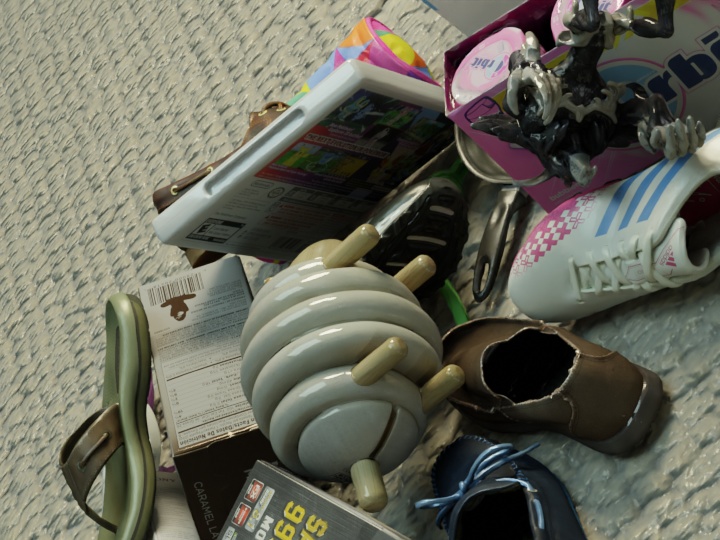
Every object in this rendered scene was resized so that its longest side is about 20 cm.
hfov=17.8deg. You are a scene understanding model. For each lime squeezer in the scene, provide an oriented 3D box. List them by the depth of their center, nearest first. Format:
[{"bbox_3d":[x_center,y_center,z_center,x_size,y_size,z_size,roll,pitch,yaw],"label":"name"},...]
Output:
[{"bbox_3d":[0.062,-0.040,1.566,0.071,0.038,0.200,-22,42,44],"label":"lime squeezer"}]

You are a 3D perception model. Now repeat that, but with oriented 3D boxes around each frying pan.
[{"bbox_3d":[0.117,-0.077,1.527,0.115,0.031,0.190,-26,55,30],"label":"frying pan"}]

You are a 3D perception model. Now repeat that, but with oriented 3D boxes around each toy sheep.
[{"bbox_3d":[-0.009,0.060,1.398,0.138,0.138,0.200,-39,39,27],"label":"toy sheep"}]

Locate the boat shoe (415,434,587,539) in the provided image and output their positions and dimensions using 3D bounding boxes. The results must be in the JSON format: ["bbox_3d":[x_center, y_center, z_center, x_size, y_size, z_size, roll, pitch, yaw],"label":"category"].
[{"bbox_3d":[0.086,0.141,1.314,0.084,0.069,0.200,-54,29,2],"label":"boat shoe"}]

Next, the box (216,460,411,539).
[{"bbox_3d":[-0.045,0.229,1.328,0.158,0.048,0.200,24,86,50],"label":"box"}]

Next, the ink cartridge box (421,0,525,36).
[{"bbox_3d":[0.105,-0.291,1.646,0.146,0.147,0.200,-33,37,35],"label":"ink cartridge box"}]

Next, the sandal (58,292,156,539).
[{"bbox_3d":[-0.174,0.114,1.536,0.080,0.057,0.201,147,124,-64],"label":"sandal"}]

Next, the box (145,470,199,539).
[{"bbox_3d":[-0.137,0.245,1.515,0.200,0.036,0.144,-115,40,-59],"label":"box"}]

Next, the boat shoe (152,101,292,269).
[{"bbox_3d":[-0.062,-0.084,1.637,0.200,0.070,0.070,-34,77,11],"label":"boat shoe"}]

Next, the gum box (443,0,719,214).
[{"bbox_3d":[0.164,-0.130,1.410,0.200,0.113,0.066,-30,37,25],"label":"gum box"}]

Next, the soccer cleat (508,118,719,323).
[{"bbox_3d":[0.164,-0.017,1.353,0.200,0.070,0.086,-35,27,29],"label":"soccer cleat"}]

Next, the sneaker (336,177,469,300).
[{"bbox_3d":[0.000,0.000,1.532,0.200,0.074,0.079,-49,43,38],"label":"sneaker"}]

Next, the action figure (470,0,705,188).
[{"bbox_3d":[0.135,-0.110,1.314,0.102,0.119,0.200,-101,20,-52],"label":"action figure"}]

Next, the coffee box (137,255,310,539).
[{"bbox_3d":[-0.089,0.097,1.552,0.080,0.114,0.200,-18,35,-2],"label":"coffee box"}]

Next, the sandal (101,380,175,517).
[{"bbox_3d":[-0.161,0.135,1.695,0.050,0.082,0.203,-2,43,2],"label":"sandal"}]

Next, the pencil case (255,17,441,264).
[{"bbox_3d":[-0.029,-0.094,1.709,0.200,0.088,0.088,-46,31,15],"label":"pencil case"}]

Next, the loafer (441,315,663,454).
[{"bbox_3d":[0.100,0.056,1.377,0.200,0.071,0.073,6,65,58],"label":"loafer"}]

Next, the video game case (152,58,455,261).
[{"bbox_3d":[-0.026,-0.071,1.579,0.182,0.200,0.023,-38,71,19],"label":"video game case"}]
